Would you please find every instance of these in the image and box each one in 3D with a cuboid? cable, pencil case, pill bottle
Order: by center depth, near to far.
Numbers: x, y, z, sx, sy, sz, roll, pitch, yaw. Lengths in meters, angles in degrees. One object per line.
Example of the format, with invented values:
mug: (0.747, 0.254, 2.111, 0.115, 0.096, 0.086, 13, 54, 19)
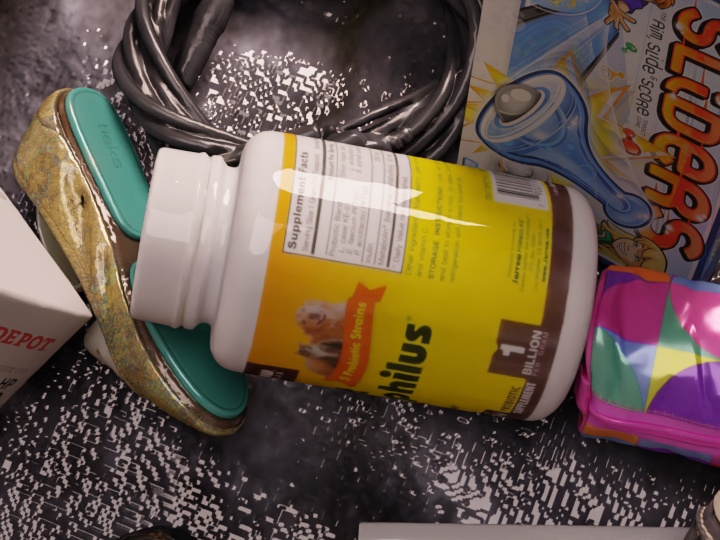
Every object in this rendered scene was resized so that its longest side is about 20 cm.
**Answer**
pencil case: (0.194, 0.056, 0.799, 0.198, 0.088, 0.089, 12, 74, 14)
pill bottle: (0.000, 0.000, 0.806, 0.198, 0.109, 0.110, 10, 73, -6)
cable: (-0.022, -0.112, 0.905, 0.199, 0.051, 0.164, -26, 63, -6)

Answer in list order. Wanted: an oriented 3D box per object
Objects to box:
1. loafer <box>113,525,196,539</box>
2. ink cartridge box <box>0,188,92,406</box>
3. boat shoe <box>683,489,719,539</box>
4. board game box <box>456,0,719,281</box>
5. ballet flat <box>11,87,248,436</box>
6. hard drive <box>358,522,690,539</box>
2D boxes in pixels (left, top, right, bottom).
loafer: (-0.156, 0.185, 0.808, 0.200, 0.072, 0.073, -43, 74, -6)
ink cartridge box: (-0.258, 0.027, 0.810, 0.200, 0.147, 0.145, -44, 70, 8)
boat shoe: (0.216, 0.171, 0.766, 0.199, 0.073, 0.063, 39, 112, -3)
board game box: (0.115, -0.079, 0.792, 0.135, 0.201, 0.035, 29, 59, 16)
ballet flat: (-0.117, 0.005, 0.870, 0.070, 0.071, 0.201, -27, 70, -2)
hard drive: (0.096, 0.182, 0.802, 0.198, 0.025, 0.133, 0, 72, 7)
